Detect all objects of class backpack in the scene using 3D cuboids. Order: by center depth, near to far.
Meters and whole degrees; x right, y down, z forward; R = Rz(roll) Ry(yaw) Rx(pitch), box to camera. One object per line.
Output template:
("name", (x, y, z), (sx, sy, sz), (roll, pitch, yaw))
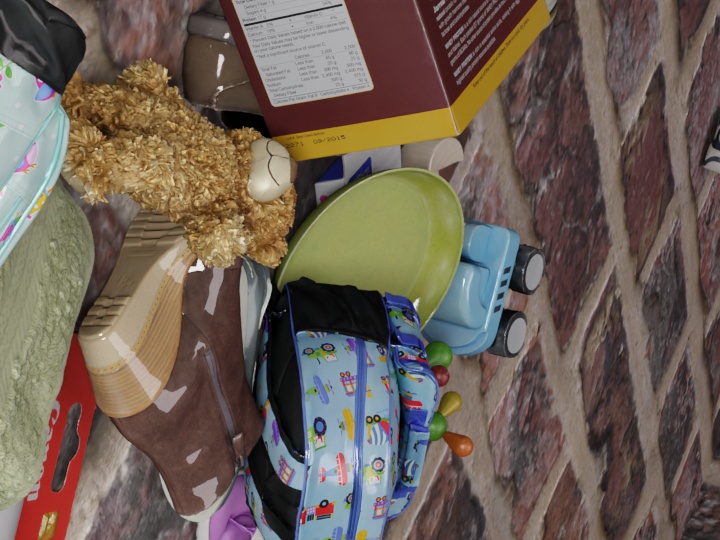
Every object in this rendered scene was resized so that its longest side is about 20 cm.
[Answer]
("backpack", (-0.215, -0.048, 0.702), (0.127, 0.167, 0.200), (32, 89, -38))
("backpack", (-0.017, 0.123, 1.174), (0.200, 0.134, 0.183), (-105, -158, -61))

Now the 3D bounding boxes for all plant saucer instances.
("plant saucer", (0.000, 0.000, 1.297), (0.200, 0.031, 0.200), (-27, 135, -30))

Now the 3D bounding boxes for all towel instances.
("towel", (-0.197, 0.011, 0.848), (0.148, 0.036, 0.200), (58, 33, -47))

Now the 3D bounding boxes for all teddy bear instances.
("teddy bear", (-0.108, -0.068, 0.942), (0.200, 0.145, 0.067), (29, 112, -29))

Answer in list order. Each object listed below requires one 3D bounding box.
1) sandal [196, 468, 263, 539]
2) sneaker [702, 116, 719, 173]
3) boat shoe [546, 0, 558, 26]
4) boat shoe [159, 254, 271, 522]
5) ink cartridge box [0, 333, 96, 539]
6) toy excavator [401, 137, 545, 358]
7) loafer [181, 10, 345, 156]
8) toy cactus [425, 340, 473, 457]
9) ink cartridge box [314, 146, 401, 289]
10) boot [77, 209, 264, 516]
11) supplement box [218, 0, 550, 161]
("sandal", (-0.086, 0.239, 1.303), (0.082, 0.050, 0.203), (-53, 149, -40))
("sneaker", (0.612, -0.216, 2.521), (0.199, 0.079, 0.130), (-3, 116, -55))
("boat shoe", (0.130, -0.251, 1.442), (0.200, 0.075, 0.068), (-45, 149, -47))
("boat shoe", (-0.099, 0.083, 1.153), (0.062, 0.073, 0.200), (-9, 108, -60))
("ink cartridge box", (-0.207, 0.119, 0.967), (0.200, 0.050, 0.161), (5, 100, -64))
("toy excavator", (0.088, -0.019, 1.488), (0.200, 0.100, 0.195), (12, 92, -58))
("loafer", (-0.068, -0.115, 1.111), (0.200, 0.073, 0.071), (27, 84, -56))
("toy cactus", (0.009, 0.146, 1.376), (0.200, 0.102, 0.165), (-46, 151, 11))
("ink cartridge box", (0.002, -0.051, 1.335), (0.095, 0.037, 0.200), (-50, 150, -41))
("boot", (-0.104, 0.042, 1.068), (0.200, 0.072, 0.166), (-57, 137, -35))
("supplement box", (0.010, -0.209, 1.038), (0.197, 0.133, 0.200), (-52, 129, -51))
